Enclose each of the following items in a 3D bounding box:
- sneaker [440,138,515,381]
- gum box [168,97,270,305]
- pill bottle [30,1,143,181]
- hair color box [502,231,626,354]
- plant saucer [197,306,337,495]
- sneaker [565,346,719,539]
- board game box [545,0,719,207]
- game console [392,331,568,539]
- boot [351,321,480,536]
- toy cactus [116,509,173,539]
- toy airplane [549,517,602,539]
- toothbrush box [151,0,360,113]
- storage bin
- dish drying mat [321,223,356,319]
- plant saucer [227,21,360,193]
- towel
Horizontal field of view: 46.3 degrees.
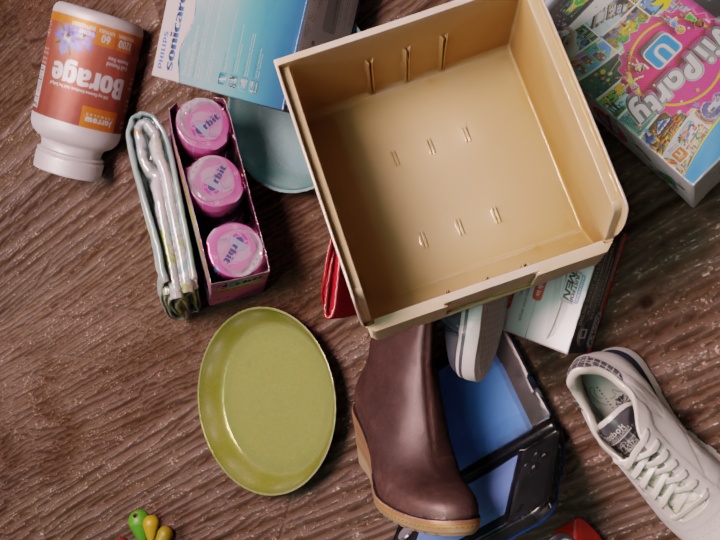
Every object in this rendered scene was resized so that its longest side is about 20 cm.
[{"bbox_3d":[0.084,-0.012,0.697,0.078,0.078,0.204,5,77,23],"label":"sneaker"},{"bbox_3d":[-0.155,-0.076,0.908,0.114,0.065,0.203,130,126,-74],"label":"gum box"},{"bbox_3d":[-0.346,-0.220,1.052,0.111,0.112,0.203,21,101,32],"label":"pill bottle"},{"bbox_3d":[0.123,-0.011,0.757,0.198,0.064,0.113,21,99,34],"label":"hair color box"},{"bbox_3d":[-0.099,0.141,0.924,0.197,0.031,0.204,0,89,34],"label":"plant saucer"},{"bbox_3d":[0.235,0.152,0.667,0.077,0.080,0.201,-47,66,22],"label":"sneaker"},{"bbox_3d":[0.240,-0.174,0.659,0.148,0.064,0.200,-45,67,7],"label":"board game box"},{"bbox_3d":[0.073,0.170,0.759,0.199,0.171,0.119,-39,95,27],"label":"game console"},{"bbox_3d":[0.045,0.113,0.712,0.200,0.071,0.170,-157,72,-65],"label":"boot"},{"bbox_3d":[-0.232,0.385,0.982,0.200,0.102,0.166,41,121,19],"label":"toy cactus"},{"bbox_3d":[0.197,0.319,0.652,0.199,0.139,0.202,12,82,66],"label":"toy airplane"},{"bbox_3d":[-0.109,-0.248,0.865,0.198,0.085,0.149,19,100,33],"label":"toothbrush box"},{"bbox_3d":[0.063,-0.078,0.620,0.197,0.094,0.201,-18,76,-2],"label":"storage bin"},{"bbox_3d":[0.000,0.000,0.762,0.018,0.200,0.078,8,93,14],"label":"dish drying mat"},{"bbox_3d":[-0.059,-0.183,0.901,0.197,0.036,0.204,-1,88,35],"label":"plant saucer"},{"bbox_3d":[-0.218,-0.053,0.940,0.171,0.047,0.203,128,130,-74],"label":"towel"}]
